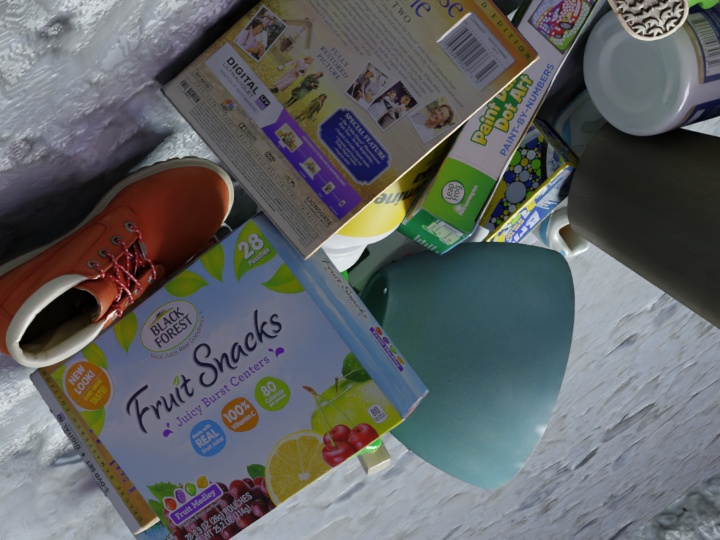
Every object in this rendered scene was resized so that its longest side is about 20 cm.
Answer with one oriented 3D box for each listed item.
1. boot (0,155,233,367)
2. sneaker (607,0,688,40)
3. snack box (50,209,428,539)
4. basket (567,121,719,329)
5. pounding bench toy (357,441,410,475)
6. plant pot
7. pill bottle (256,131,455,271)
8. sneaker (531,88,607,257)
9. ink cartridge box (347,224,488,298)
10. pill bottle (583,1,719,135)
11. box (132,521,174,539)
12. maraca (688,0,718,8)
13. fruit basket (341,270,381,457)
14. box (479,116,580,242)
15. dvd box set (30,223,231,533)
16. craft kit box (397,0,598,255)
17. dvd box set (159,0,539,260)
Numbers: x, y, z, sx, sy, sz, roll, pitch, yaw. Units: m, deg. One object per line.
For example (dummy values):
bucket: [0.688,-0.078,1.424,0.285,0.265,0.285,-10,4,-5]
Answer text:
boot: [-0.160,-0.002,1.241,0.200,0.075,0.107,-35,-158,-12]
sneaker: [0.165,-0.257,1.293,0.067,0.090,0.200,-24,127,12]
snack box: [-0.084,0.076,1.276,0.200,0.169,0.068,-35,-178,24]
basket: [0.287,-0.045,1.586,0.180,0.200,0.136,-55,148,-17]
pounding bench toy: [0.052,0.122,1.834,0.200,0.124,0.156,-41,159,9]
plant pot: [0.066,0.061,1.496,0.135,0.200,0.200,17,135,-16]
pill bottle: [-0.002,-0.091,1.321,0.112,0.112,0.200,-20,153,-38]
sneaker: [0.210,-0.098,1.696,0.076,0.081,0.200,-20,150,-35]
ink cartridge box: [0.000,0.000,1.574,0.200,0.068,0.116,-41,157,10]
pill bottle: [0.292,-0.185,1.603,0.200,0.111,0.111,-17,151,-43]
box: [-0.145,0.169,1.634,0.035,0.110,0.200,-13,148,-47]
maraca: [0.298,-0.268,1.444,0.137,0.107,0.200,-27,158,-9]
fruit basket: [-0.104,0.075,1.451,0.155,0.216,0.216,-17,151,-43]
box: [0.102,-0.045,1.645,0.200,0.070,0.064,-44,157,17]
dvd box set: [-0.132,0.081,1.365,0.200,0.146,0.029,-37,174,25]
craft kit box: [0.097,-0.111,1.346,0.198,0.048,0.200,-59,-179,-5]
dvd box set: [-0.007,-0.126,1.200,0.200,0.146,0.029,-41,-178,7]
